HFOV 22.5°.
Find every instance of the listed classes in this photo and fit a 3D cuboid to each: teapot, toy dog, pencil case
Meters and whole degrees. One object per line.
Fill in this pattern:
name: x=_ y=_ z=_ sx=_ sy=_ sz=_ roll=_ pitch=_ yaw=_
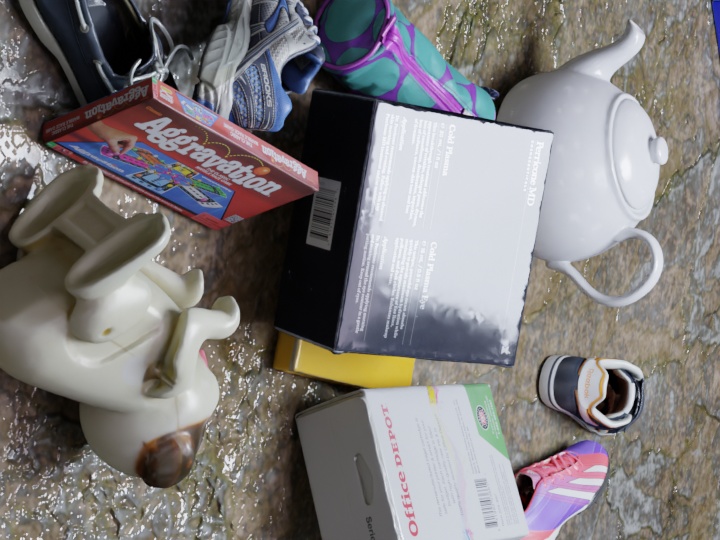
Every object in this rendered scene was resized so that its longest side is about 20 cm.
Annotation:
teapot: x=0.226 y=-0.100 z=1.742 sx=0.201 sy=0.145 sz=0.198 roll=64 pitch=35 yaw=-33
toy dog: x=-0.170 y=0.063 z=1.270 sx=0.194 sy=0.139 sz=0.201 roll=-48 pitch=132 yaw=-21
pencil case: x=0.041 y=-0.164 z=1.554 sx=0.200 sy=0.092 sz=0.086 roll=36 pitch=78 yaw=-48

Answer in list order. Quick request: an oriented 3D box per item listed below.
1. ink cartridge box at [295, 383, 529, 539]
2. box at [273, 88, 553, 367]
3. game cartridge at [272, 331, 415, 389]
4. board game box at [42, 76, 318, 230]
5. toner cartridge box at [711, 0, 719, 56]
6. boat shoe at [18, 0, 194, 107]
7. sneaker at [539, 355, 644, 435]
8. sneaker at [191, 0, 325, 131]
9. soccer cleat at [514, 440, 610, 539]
ink cartridge box: x=0.046 y=0.180 z=1.582 sx=0.199 sy=0.087 sz=0.147 roll=3 pitch=69 yaw=-55
box: x=0.043 y=-0.032 z=1.479 sx=0.180 sy=0.104 sz=0.202 roll=7 pitch=95 yaw=-32
game cartridge: x=0.000 y=0.000 z=1.579 sx=0.176 sy=0.032 sz=0.202 roll=18 pitch=78 yaw=-53
board game box: x=-0.128 y=-0.082 z=1.331 sx=0.199 sy=0.102 sz=0.020 roll=27 pitch=50 yaw=-51
toner cartridge box: x=0.476 y=-0.233 z=2.129 sx=0.043 sy=0.094 sz=0.202 roll=-41 pitch=127 yaw=-43
boat shoe: x=-0.170 y=-0.155 z=1.296 sx=0.075 sy=0.061 sz=0.201 roll=-63 pitch=141 yaw=-33
sneaker: x=0.268 y=0.136 z=1.918 sx=0.199 sy=0.079 sz=0.079 roll=16 pitch=82 yaw=-55
sneaker: x=-0.067 y=-0.172 z=1.374 sx=0.077 sy=0.084 sz=0.201 roll=111 pitch=-4 yaw=-48
soccer cleat: x=0.191 y=0.220 z=1.838 sx=0.200 sy=0.068 sz=0.074 roll=-40 pitch=121 yaw=-40
